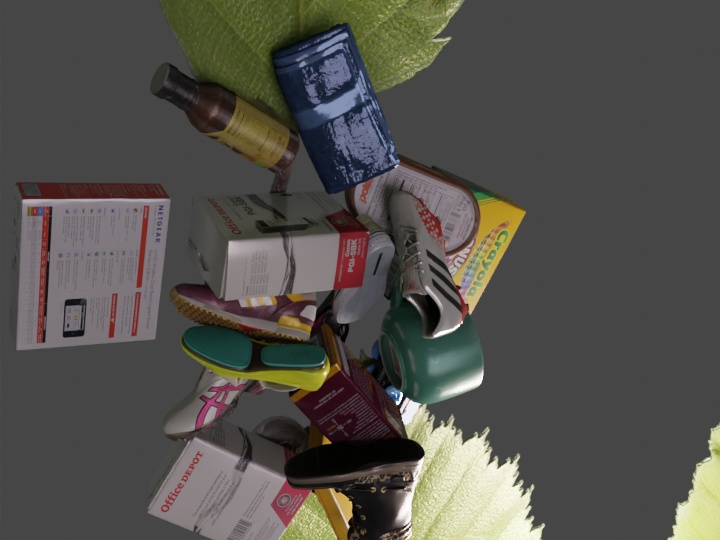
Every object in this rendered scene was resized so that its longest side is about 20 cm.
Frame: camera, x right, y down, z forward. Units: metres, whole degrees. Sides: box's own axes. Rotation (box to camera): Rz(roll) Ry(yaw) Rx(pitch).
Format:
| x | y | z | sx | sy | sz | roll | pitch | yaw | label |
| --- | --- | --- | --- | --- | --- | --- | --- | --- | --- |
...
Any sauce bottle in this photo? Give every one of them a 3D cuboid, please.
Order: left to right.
| x | y | z | sx | sy | sz | roll | pitch | yaw | label |
| --- | --- | --- | --- | --- | --- | --- | --- | --- | --- |
| -0.165 | -0.188 | 1.125 | 0.198 | 0.065 | 0.065 | 29 | 101 | -37 | sauce bottle |

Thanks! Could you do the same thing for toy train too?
| x | y | z | sx | sy | sz | roll | pitch | yaw | label |
| --- | --- | --- | --- | --- | --- | --- | --- | --- | --- |
| 0.055 | 0.188 | 1.463 | 0.113 | 0.087 | 0.203 | 12 | 110 | -42 | toy train |

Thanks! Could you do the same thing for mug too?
| x | y | z | sx | sy | sz | roll | pitch | yaw | label |
| --- | --- | --- | --- | --- | --- | --- | --- | --- | --- |
| 0.087 | 0.099 | 1.331 | 0.112 | 0.187 | 0.153 | -17 | 153 | -15 | mug |

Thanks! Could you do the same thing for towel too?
| x | y | z | sx | sy | sz | roll | pitch | yaw | label |
| --- | --- | --- | --- | --- | --- | --- | --- | --- | --- |
| -0.030 | -0.202 | 1.174 | 0.110 | 0.049 | 0.203 | -23 | 116 | 1 | towel |

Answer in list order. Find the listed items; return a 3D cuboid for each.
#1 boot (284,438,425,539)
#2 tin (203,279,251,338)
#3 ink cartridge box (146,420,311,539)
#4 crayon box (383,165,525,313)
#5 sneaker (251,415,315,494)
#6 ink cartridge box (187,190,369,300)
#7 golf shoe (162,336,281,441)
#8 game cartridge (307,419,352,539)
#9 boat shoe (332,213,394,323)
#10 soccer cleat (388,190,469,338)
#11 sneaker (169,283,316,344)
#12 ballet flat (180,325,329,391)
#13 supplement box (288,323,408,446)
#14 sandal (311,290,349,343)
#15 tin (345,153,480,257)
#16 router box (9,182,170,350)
| x | y | z | sx | sy | sz | roll | pitch | yaw | label |
| --- | --- | --- | --- | --- | --- | --- | --- | --- | --- |
| -0.008 | 0.319 | 1.289 | 0.196 | 0.073 | 0.153 | -6 | 117 | -15 | boot |
| -0.153 | 0.065 | 1.296 | 0.111 | 0.042 | 0.203 | -25 | 127 | -22 | tin |
| -0.191 | 0.312 | 1.342 | 0.198 | 0.085 | 0.146 | 28 | 106 | -19 | ink cartridge box |
| 0.135 | -0.035 | 1.396 | 0.170 | 0.058 | 0.202 | 17 | 108 | -37 | crayon box |
| -0.093 | 0.294 | 1.434 | 0.075 | 0.082 | 0.200 | -47 | 130 | 2 | sneaker |
| -0.108 | -0.037 | 1.191 | 0.197 | 0.147 | 0.084 | -5 | 118 | -29 | ink cartridge box |
| -0.195 | 0.151 | 1.262 | 0.199 | 0.072 | 0.093 | -36 | 109 | -11 | golf shoe |
| -0.039 | 0.300 | 1.419 | 0.032 | 0.178 | 0.202 | -12 | 127 | 13 | game cartridge |
| 0.000 | 0.000 | 1.282 | 0.071 | 0.063 | 0.201 | -12 | 148 | -26 | boat shoe |
| 0.079 | -0.007 | 1.220 | 0.085 | 0.068 | 0.203 | -28 | 100 | -43 | soccer cleat |
| -0.153 | 0.035 | 1.218 | 0.197 | 0.075 | 0.092 | 18 | 70 | -22 | sneaker |
| -0.139 | 0.124 | 1.202 | 0.196 | 0.067 | 0.068 | 9 | 131 | -3 | ballet flat |
| -0.018 | 0.191 | 1.324 | 0.085 | 0.111 | 0.201 | -35 | 118 | 8 | supplement box |
| -0.048 | 0.091 | 1.367 | 0.075 | 0.045 | 0.201 | 29 | 100 | -39 | sandal |
| 0.074 | -0.091 | 1.283 | 0.197 | 0.042 | 0.114 | 20 | 98 | -12 | tin |
| -0.335 | -0.005 | 1.136 | 0.177 | 0.049 | 0.203 | -2 | 118 | -30 | router box |
